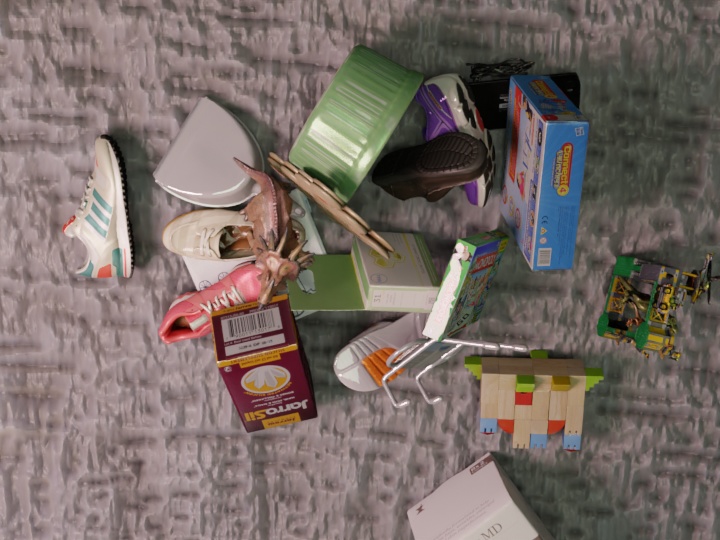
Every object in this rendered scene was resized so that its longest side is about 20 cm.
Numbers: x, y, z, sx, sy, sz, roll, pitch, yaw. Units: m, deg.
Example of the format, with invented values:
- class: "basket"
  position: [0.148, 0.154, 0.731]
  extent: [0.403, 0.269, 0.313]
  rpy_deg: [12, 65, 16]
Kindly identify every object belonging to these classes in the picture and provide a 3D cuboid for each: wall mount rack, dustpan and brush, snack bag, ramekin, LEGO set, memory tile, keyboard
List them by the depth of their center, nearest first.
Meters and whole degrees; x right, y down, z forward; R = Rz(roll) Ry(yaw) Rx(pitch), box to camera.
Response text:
- class: "ramekin"
  position: [-0.010, -0.193, 1.277]
  extent: [0.097, 0.200, 0.201]
  rpy_deg: [31, 101, -5]
- class: "memory tile"
  position: [-0.041, -0.086, 1.288]
  extent: [0.153, 0.200, 0.017]
  rpy_deg: [41, 87, -32]
- class: "dustpan and brush"
  position: [-0.163, -0.129, 1.347]
  extent: [0.199, 0.057, 0.140]
  rpy_deg: [30, 85, 5]
- class: "wall mount rack"
  position: [0.128, 0.125, 1.363]
  extent: [0.173, 0.200, 0.075]
  rpy_deg: [-38, 70, 20]
- class: "keyboard"
  position: [0.207, -0.251, 1.367]
  extent: [0.198, 0.040, 0.105]
  rpy_deg: [-6, 129, -4]
- class: "LEGO set"
  position: [0.431, 0.054, 1.390]
  extent: [0.115, 0.200, 0.155]
  rpy_deg: [14, 83, -10]
- class: "snack bag"
  position: [-0.137, 0.001, 1.406]
  extent: [0.199, 0.021, 0.190]
  rpy_deg: [-21, 105, 1]

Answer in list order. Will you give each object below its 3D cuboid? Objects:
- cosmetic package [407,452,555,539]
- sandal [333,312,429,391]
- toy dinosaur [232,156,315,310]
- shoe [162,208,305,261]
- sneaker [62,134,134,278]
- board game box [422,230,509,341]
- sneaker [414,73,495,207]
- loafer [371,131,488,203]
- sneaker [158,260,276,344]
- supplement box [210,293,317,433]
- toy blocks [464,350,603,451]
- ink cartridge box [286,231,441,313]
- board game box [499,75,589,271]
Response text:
- class: "cosmetic package"
  position: [0.198, 0.420, 1.471]
  extent: [0.164, 0.165, 0.200]
  rpy_deg: [-37, 105, 5]
- class: "sandal"
  position: [0.049, 0.107, 1.434]
  extent: [0.206, 0.059, 0.080]
  rpy_deg: [-28, 102, -19]
- class: "toy dinosaur"
  position: [-0.112, -0.058, 1.265]
  extent: [0.085, 0.136, 0.202]
  rpy_deg: [-14, 91, -4]
- class: "shoe"
  position: [-0.173, -0.049, 1.352]
  extent: [0.198, 0.053, 0.071]
  rpy_deg: [-2, 103, -7]
- class: "sneaker"
  position: [-0.362, -0.082, 1.339]
  extent: [0.093, 0.070, 0.201]
  rpy_deg: [-6, 108, -9]
- class: "board game box"
  position: [0.148, 0.017, 1.346]
  extent: [0.029, 0.200, 0.135]
  rpy_deg: [24, 104, 17]
- class: "sneaker"
  position: [0.131, -0.178, 1.356]
  extent: [0.083, 0.081, 0.201]
  rpy_deg: [-9, 121, 28]
- class: "loafer"
  position: [0.103, -0.133, 1.322]
  extent: [0.071, 0.199, 0.073]
  rpy_deg: [42, 65, -30]
- class: "sneaker"
  position: [-0.195, 0.055, 1.349]
  extent: [0.199, 0.087, 0.074]
  rpy_deg: [-26, 104, 27]
- class: "supplement box"
  position: [-0.130, 0.133, 1.357]
  extent: [0.109, 0.086, 0.201]
  rpy_deg: [-13, 143, -2]
- class: "toy blocks"
  position: [0.252, 0.202, 1.462]
  extent: [0.198, 0.100, 0.138]
  rpy_deg: [1, 114, 5]
- class: "ink cartridge box"
  position: [0.000, 0.000, 1.342]
  extent: [0.198, 0.146, 0.048]
  rpy_deg: [3, 122, -12]
- class: "board game box"
  position: [0.237, -0.132, 1.292]
  extent: [0.055, 0.196, 0.201]
  rpy_deg: [-2, 118, -4]
